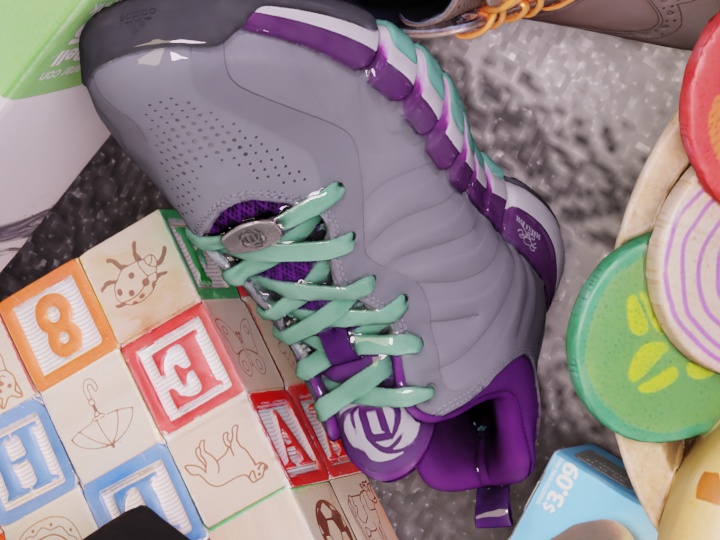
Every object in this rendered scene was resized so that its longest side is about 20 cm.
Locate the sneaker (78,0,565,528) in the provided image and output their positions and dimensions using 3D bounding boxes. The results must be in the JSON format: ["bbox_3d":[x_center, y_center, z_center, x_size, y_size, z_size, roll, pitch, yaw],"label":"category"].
[{"bbox_3d":[0.000,0.000,0.749,0.074,0.200,0.088,-14,63,27],"label":"sneaker"}]

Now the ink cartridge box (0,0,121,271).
[{"bbox_3d":[-0.144,-0.064,0.783,0.146,0.084,0.200,47,119,10],"label":"ink cartridge box"}]

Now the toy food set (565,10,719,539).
[{"bbox_3d":[0.151,0.014,0.737,0.199,0.049,0.199,-18,103,-1],"label":"toy food set"}]

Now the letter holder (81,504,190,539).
[{"bbox_3d":[-0.029,0.182,0.771,0.200,0.101,0.142,35,105,8],"label":"letter holder"}]

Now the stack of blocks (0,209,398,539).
[{"bbox_3d":[-0.102,0.079,0.871,0.199,0.059,0.116,-29,81,19],"label":"stack of blocks"}]

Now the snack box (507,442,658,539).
[{"bbox_3d":[0.060,0.162,0.822,0.116,0.037,0.201,30,101,17],"label":"snack box"}]

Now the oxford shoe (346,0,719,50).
[{"bbox_3d":[0.032,-0.081,0.756,0.071,0.199,0.073,-51,37,40],"label":"oxford shoe"}]
